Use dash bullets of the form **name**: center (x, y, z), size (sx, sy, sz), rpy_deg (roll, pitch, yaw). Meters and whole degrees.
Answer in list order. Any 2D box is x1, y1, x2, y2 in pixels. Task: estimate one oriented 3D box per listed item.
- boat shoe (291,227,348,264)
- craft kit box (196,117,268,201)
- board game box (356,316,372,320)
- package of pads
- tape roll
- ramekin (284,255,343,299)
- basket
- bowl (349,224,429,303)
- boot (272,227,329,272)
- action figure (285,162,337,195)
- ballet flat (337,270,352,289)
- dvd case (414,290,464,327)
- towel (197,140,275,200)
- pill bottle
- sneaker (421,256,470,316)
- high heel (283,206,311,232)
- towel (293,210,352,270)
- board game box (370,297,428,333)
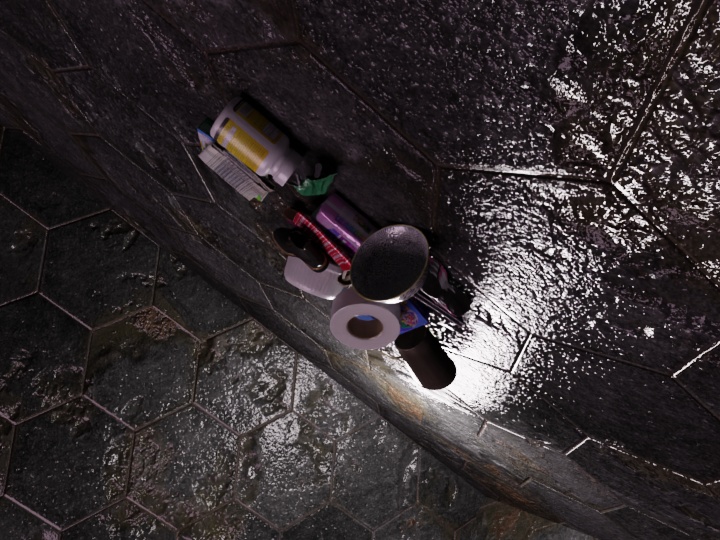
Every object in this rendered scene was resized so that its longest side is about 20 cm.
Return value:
- **boat shoe**: center (-0.115, -0.087, 1.720), size (0.198, 0.070, 0.071), rpy_deg (24, 121, 21)
- **craft kit box**: center (-0.340, -0.294, 1.631), size (0.199, 0.049, 0.198), rpy_deg (34, 158, 3)
- **board game box**: center (0.085, 0.112, 1.802), size (0.199, 0.039, 0.158), rpy_deg (-30, 125, 30)
- **package of pads**: center (-0.027, -0.100, 1.514), size (0.199, 0.076, 0.120), rpy_deg (39, 165, -10)
- **tape roll**: center (0.015, 0.133, 1.683), size (0.199, 0.071, 0.204), rpy_deg (3, 135, 3)
- **ramekin**: center (-0.129, 0.005, 1.767), size (0.198, 0.106, 0.200), rpy_deg (23, -175, -2)
- **basket**: center (0.196, 0.264, 1.919), size (0.179, 0.136, 0.201), rpy_deg (22, 154, 46)
- **bowl**: center (0.082, 0.003, 1.390), size (0.199, 0.202, 0.094), rpy_deg (18, 159, 39)
- **boot**: center (-0.179, -0.087, 1.620), size (0.198, 0.078, 0.139), rpy_deg (29, 168, 29)
- **action figure**: center (-0.114, -0.205, 1.410), size (0.116, 0.056, 0.200), rpy_deg (-6, 176, -4)
- **ballet flat**: center (0.000, 0.000, 1.635), size (0.072, 0.069, 0.199), rpy_deg (17, 152, -29)
- **dvd case**: center (0.183, 0.080, 1.582), size (0.199, 0.016, 0.149), rpy_deg (34, -173, 4)
- **towel**: center (-0.330, -0.259, 1.584), size (0.192, 0.035, 0.199), rpy_deg (43, 159, -21)
- **pill bottle**: center (-0.230, -0.285, 1.360), size (0.199, 0.112, 0.111), rpy_deg (39, 161, -10)
- **sneaker**: center (0.181, 0.039, 1.498), size (0.200, 0.080, 0.086), rpy_deg (49, 167, -21)
- **high heel**: center (-0.120, -0.121, 1.678), size (0.199, 0.068, 0.096), rpy_deg (33, -175, 1)
- **towel**: center (-0.095, -0.073, 1.552), size (0.200, 0.023, 0.145), rpy_deg (44, 172, -8)
- **board game box**: center (0.089, 0.100, 1.727), size (0.133, 0.045, 0.200), rpy_deg (-24, 127, 26)
